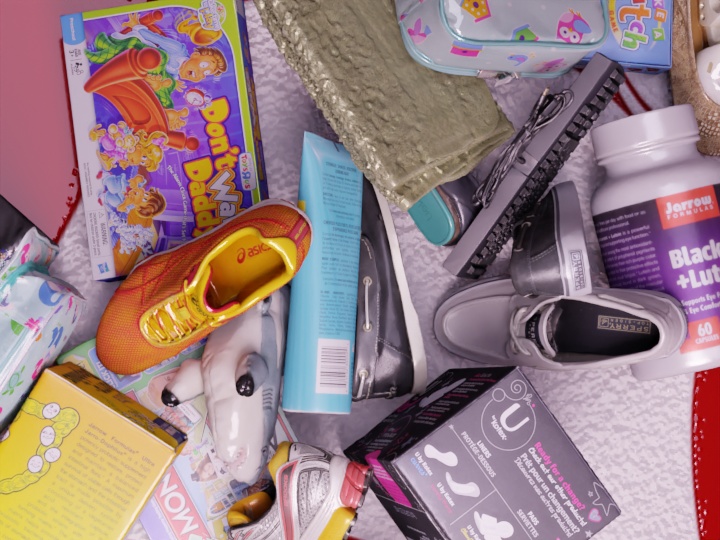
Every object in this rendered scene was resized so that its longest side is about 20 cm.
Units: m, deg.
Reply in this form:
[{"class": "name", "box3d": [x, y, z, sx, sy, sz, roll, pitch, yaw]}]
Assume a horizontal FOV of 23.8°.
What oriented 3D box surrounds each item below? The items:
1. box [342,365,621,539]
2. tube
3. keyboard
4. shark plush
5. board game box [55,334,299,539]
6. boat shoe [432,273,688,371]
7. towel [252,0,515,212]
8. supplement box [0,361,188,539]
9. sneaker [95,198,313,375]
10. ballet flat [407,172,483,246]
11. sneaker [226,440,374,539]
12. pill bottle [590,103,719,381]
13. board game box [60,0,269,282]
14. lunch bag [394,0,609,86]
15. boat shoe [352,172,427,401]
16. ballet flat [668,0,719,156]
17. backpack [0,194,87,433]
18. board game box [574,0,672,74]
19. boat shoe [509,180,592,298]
[{"class": "box", "box3d": [0.084, 0.152, 1.238, 0.115, 0.200, 0.132, -37, 93, -10]}, {"class": "tube", "box3d": [-0.025, 0.004, 1.244, 0.050, 0.077, 0.201, 3, 86, 27]}, {"class": "keyboard", "box3d": [0.129, -0.077, 1.281, 0.021, 0.127, 0.200, 39, 100, 22]}, {"class": "shark plush", "box3d": [-0.077, 0.058, 1.277, 0.083, 0.091, 0.200, 46, 38, -32]}, {"class": "board game box", "box3d": [-0.126, 0.123, 1.289, 0.134, 0.029, 0.200, -28, 91, -12]}, {"class": "boat shoe", "box3d": [0.142, 0.044, 1.281, 0.199, 0.066, 0.072, 6, 97, 24]}, {"class": "towel", "box3d": [0.017, -0.151, 1.268, 0.148, 0.036, 0.200, -33, 87, -39]}, {"class": "supplement box", "box3d": [-0.222, 0.178, 1.208, 0.109, 0.109, 0.200, 32, 89, -1]}, {"class": "sneaker", "box3d": [-0.122, 0.016, 1.210, 0.200, 0.077, 0.073, -36, 102, 27]}, {"class": "ballet flat", "box3d": [0.032, -0.110, 1.323, 0.073, 0.073, 0.200, -34, 86, -11]}, {"class": "sneaker", "box3d": [-0.064, 0.202, 1.243, 0.082, 0.078, 0.200, 28, 115, 0]}, {"class": "pill bottle", "box3d": [0.242, -0.023, 1.326, 0.111, 0.111, 0.201, -14, 88, -11]}, {"class": "board game box", "box3d": [-0.143, -0.100, 1.277, 0.134, 0.045, 0.201, -8, 87, 6]}, {"class": "lunch bag", "box3d": [0.103, -0.237, 1.278, 0.160, 0.077, 0.201, 0, 73, -27]}, {"class": "boat shoe", "box3d": [0.000, 0.000, 1.296, 0.067, 0.072, 0.201, -10, 80, -6]}, {"class": "ballet flat", "box3d": [0.285, -0.194, 1.370, 0.070, 0.065, 0.201, -6, 88, -22]}, {"class": "backpack", "box3d": [-0.292, 0.044, 1.191, 0.151, 0.178, 0.200, 41, 84, 1]}, {"class": "board game box", "box3d": [0.151, -0.240, 1.365, 0.199, 0.037, 0.152, 3, 84, -9]}, {"class": "boat shoe", "box3d": [0.139, -0.023, 1.272, 0.056, 0.200, 0.069, -10, 100, 7]}]
